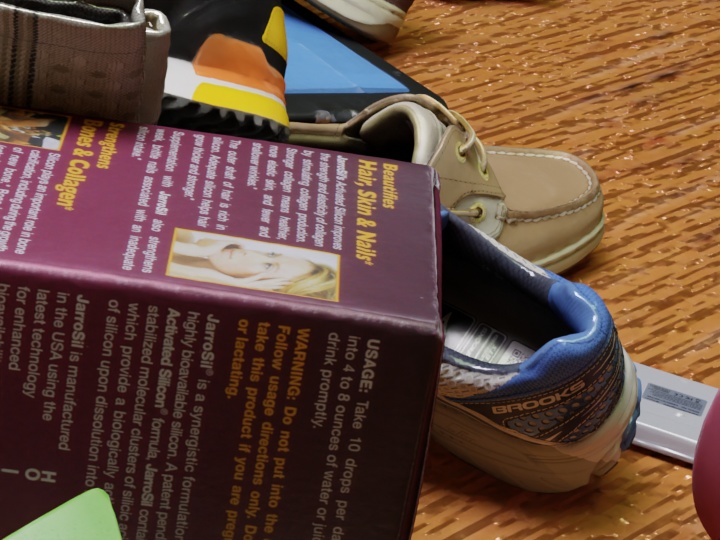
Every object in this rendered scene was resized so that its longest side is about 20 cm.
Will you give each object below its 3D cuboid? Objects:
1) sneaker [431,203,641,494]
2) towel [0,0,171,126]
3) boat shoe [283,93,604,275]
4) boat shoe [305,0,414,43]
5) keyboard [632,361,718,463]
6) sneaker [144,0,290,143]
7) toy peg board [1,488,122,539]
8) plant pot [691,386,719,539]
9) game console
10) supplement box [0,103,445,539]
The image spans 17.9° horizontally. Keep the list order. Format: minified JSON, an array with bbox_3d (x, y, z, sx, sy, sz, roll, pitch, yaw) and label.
[{"bbox_3d":[0.000,0.000,0.756,0.200,0.085,0.077,18,63,15],"label":"sneaker"},{"bbox_3d":[-0.160,-0.043,0.698,0.192,0.200,0.035,9,58,-5],"label":"towel"},{"bbox_3d":[0.017,-0.032,0.876,0.200,0.066,0.074,-8,32,-35],"label":"boat shoe"},{"bbox_3d":[-0.054,-0.186,1.087,0.200,0.065,0.073,34,3,-11],"label":"boat shoe"},{"bbox_3d":[0.111,0.051,0.819,0.200,0.011,0.056,18,22,12],"label":"keyboard"},{"bbox_3d":[-0.101,-0.100,0.736,0.070,0.090,0.200,-14,-24,40],"label":"sneaker"},{"bbox_3d":[-0.100,0.119,0.432,0.200,0.098,0.199,17,39,5],"label":"toy peg board"},{"bbox_3d":[0.220,0.080,0.622,0.200,0.200,0.179,-5,45,-31],"label":"plant pot"},{"bbox_3d":[-0.075,-0.145,1.020,0.116,0.176,0.200,-35,45,-19],"label":"game console"},{"bbox_3d":[-0.082,0.015,0.618,0.200,0.086,0.110,9,25,-4],"label":"supplement box"}]
